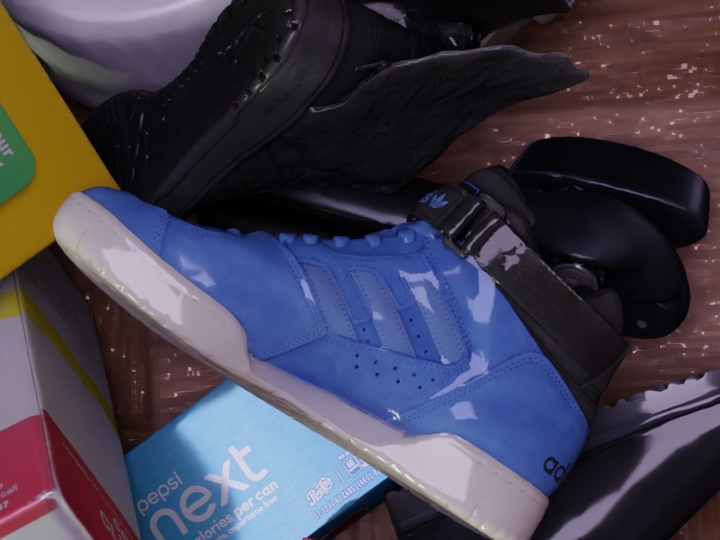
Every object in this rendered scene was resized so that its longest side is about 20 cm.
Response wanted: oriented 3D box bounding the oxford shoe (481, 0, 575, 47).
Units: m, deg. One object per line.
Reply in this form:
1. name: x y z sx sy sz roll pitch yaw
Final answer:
1. oxford shoe: 0.076 -0.127 0.980 0.058 0.075 0.200 35 98 -28

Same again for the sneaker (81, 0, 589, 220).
1. sneaker: -0.020 -0.051 0.936 0.200 0.104 0.060 -37 51 43

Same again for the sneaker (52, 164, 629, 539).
1. sneaker: 0.000 0.000 0.902 0.200 0.077 0.111 32 84 -4

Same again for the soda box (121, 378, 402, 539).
1. soda box: -0.057 0.092 0.981 0.200 0.064 0.068 -37 80 4

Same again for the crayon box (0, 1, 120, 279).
1. crayon box: -0.208 -0.062 0.880 0.172 0.058 0.200 -37 110 -17

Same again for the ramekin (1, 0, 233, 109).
1. ramekin: -0.074 -0.162 0.979 0.200 0.098 0.201 -3 79 15

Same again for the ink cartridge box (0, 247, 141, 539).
1. ink cartridge box: -0.163 0.076 0.937 0.145 0.084 0.200 -28 36 6

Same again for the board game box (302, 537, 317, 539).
1. board game box: 0.040 0.202 0.894 0.151 0.046 0.201 6 80 13

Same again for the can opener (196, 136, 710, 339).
1. can opener: 0.031 -0.013 0.986 0.199 0.079 0.064 6 125 14

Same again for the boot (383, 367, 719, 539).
1. boot: 0.114 0.150 0.944 0.164 0.066 0.201 -23 79 15
